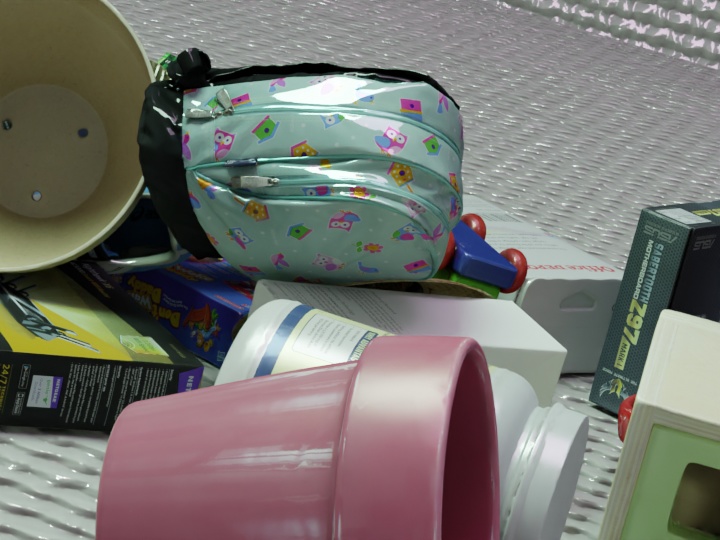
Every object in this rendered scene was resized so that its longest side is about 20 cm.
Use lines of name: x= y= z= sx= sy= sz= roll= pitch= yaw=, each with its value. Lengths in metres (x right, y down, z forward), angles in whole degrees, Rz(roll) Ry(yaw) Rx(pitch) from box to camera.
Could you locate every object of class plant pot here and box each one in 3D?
plant pot: x=-0.030 y=0.131 z=1.211 sx=0.178 sy=0.202 sz=0.200 roll=1 pitch=13 yaw=11
plant pot: x=-0.226 y=-0.091 z=1.641 sx=0.199 sy=0.202 sz=0.134 roll=15 pitch=-6 yaw=5

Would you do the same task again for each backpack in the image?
backpack: x=-0.030 y=-0.061 z=1.561 sx=0.198 sy=0.128 sz=0.167 roll=-1 pitch=-20 yaw=14

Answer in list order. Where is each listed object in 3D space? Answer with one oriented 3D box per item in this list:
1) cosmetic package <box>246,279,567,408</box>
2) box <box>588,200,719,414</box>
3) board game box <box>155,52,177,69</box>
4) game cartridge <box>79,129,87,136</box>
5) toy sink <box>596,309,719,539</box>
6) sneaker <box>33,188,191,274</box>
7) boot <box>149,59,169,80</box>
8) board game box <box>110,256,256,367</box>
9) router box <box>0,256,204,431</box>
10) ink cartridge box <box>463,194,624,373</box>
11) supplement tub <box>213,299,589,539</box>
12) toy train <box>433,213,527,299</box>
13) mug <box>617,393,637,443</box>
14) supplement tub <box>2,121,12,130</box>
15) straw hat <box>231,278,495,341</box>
cosmetic package: x=0.023 y=0.076 z=1.579 sx=0.199 sy=0.108 sz=0.085 roll=6 pitch=22 yaw=-32
box: x=0.264 y=0.028 z=1.884 sx=0.051 sy=0.159 sz=0.199 roll=24 pitch=17 yaw=33
board game box: x=-0.097 y=-0.070 z=1.875 sx=0.104 sy=0.201 sz=0.023 roll=23 pitch=54 yaw=36
game cartridge: x=-0.232 y=-0.106 z=1.925 sx=0.199 sy=0.041 sz=0.133 roll=-14 pitch=-9 yaw=25
toy sink: x=0.261 y=0.131 z=1.517 sx=0.199 sy=0.131 sz=0.112 roll=16 pitch=36 yaw=7
sneaker: x=-0.203 y=-0.029 z=1.728 sx=0.198 sy=0.072 sz=0.072 roll=-7 pitch=9 yaw=19
boot: x=-0.088 y=-0.063 z=1.775 sx=0.200 sy=0.066 sz=0.175 roll=40 pitch=-8 yaw=-39
board game box: x=-0.120 y=0.011 z=1.803 sx=0.199 sy=0.045 sz=0.134 roll=26 pitch=19 yaw=36
router box: x=-0.213 y=0.044 z=1.584 sx=0.156 sy=0.053 sz=0.200 roll=6 pitch=17 yaw=-31
ink cartridge box: x=0.099 y=0.009 z=1.940 sx=0.147 sy=0.086 sz=0.200 roll=1 pitch=22 yaw=-43
supplement tub: x=0.018 y=0.111 z=1.379 sx=0.199 sy=0.146 sz=0.145 roll=17 pitch=15 yaw=12
toy train: x=0.037 y=0.000 z=1.841 sx=0.084 sy=0.116 sz=0.200 roll=17 pitch=15 yaw=-31
mug: x=0.284 y=0.098 z=1.689 sx=0.177 sy=0.134 sz=0.200 roll=34 pitch=14 yaw=4
supplement tub: x=-0.300 y=-0.103 z=1.767 sx=0.200 sy=0.123 sz=0.122 roll=-33 pitch=42 yaw=-32
straw hat: x=0.000 y=0.000 z=1.689 sx=0.199 sy=0.086 sz=0.201 roll=-5 pitch=-18 yaw=-2
